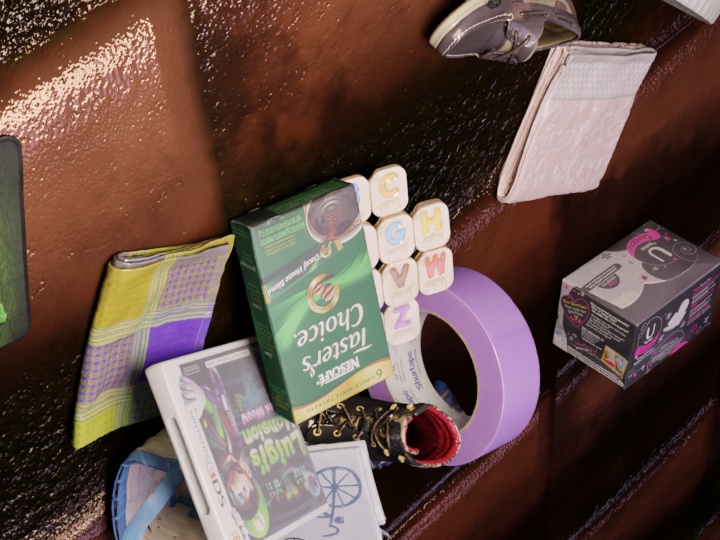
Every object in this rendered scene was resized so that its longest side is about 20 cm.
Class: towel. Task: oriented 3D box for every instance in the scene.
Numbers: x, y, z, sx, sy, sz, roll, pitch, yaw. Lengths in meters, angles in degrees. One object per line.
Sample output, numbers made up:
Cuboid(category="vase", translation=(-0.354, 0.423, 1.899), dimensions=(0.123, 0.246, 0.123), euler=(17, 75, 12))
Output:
Cuboid(category="towel", translation=(-0.185, 0.061, 1.278), dimensions=(0.143, 0.023, 0.202), euler=(-13, 130, -49))
Cuboid(category="towel", translation=(0.248, -0.169, 1.638), dimensions=(0.199, 0.032, 0.193), euler=(-10, 128, -49))

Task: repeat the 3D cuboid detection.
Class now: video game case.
Cuboid(category="video game case", translation=(-0.107, 0.158, 1.313), dimensions=(0.023, 0.184, 0.200), euler=(-22, 176, 23))

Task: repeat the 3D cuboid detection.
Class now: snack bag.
Cuboid(category="snack bag", translation=(-0.062, 0.267, 1.471), dimensions=(0.021, 0.186, 0.202), euler=(-74, 152, -61))

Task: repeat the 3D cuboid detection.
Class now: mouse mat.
Cuboid(category="mouse mat", translation=(-0.314, 0.006, 1.063), dimensions=(0.160, 0.008, 0.202), euler=(-29, 142, -36))

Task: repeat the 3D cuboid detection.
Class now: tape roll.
Cuboid(category="tape roll", translation=(0.093, 0.101, 1.525), dimensions=(0.065, 0.199, 0.202), euler=(-19, 135, -43))

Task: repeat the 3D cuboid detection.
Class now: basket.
Cuboid(category="basket", translation=(-0.173, 0.247, 1.345), dimensions=(0.201, 0.137, 0.178), euler=(-62, 166, -53))

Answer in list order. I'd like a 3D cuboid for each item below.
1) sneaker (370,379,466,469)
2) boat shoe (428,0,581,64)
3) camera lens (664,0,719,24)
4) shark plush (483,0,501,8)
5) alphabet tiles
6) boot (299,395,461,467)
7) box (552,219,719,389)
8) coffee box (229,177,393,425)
Cuboid(category="sneaker", translation=(0.025, 0.176, 1.642), dimensions=(0.198, 0.086, 0.077), euler=(-11, 158, -23))
Cuboid(category="boat shoe", translation=(0.148, -0.233, 1.388), dimensions=(0.199, 0.065, 0.072), euler=(-22, 165, -45))
Cuboid(category="camera lens", translation=(0.342, -0.371, 1.441), dimensions=(0.159, 0.159, 0.202), euler=(10, 112, -56))
Cuboid(category="shark plush", translation=(0.075, -0.320, 1.256), dimensions=(0.084, 0.090, 0.201), euler=(-58, 139, -38))
Cuboid(category="alphabet tiles", translation=(0.000, 0.000, 1.401), dimensions=(0.198, 0.015, 0.198), euler=(-17, 120, -19))
Cuboid(category="boot", translation=(-0.005, 0.157, 1.469), dimensions=(0.199, 0.149, 0.074), euler=(26, 72, -45))
Cuboid(category="box", translation=(0.368, 0.040, 1.910), dimensions=(0.199, 0.132, 0.116), euler=(-29, 138, -35))
Cuboid(category="coffee box", translation=(-0.042, 0.028, 1.337), dimensions=(0.122, 0.044, 0.203), euler=(-23, 115, -29))
